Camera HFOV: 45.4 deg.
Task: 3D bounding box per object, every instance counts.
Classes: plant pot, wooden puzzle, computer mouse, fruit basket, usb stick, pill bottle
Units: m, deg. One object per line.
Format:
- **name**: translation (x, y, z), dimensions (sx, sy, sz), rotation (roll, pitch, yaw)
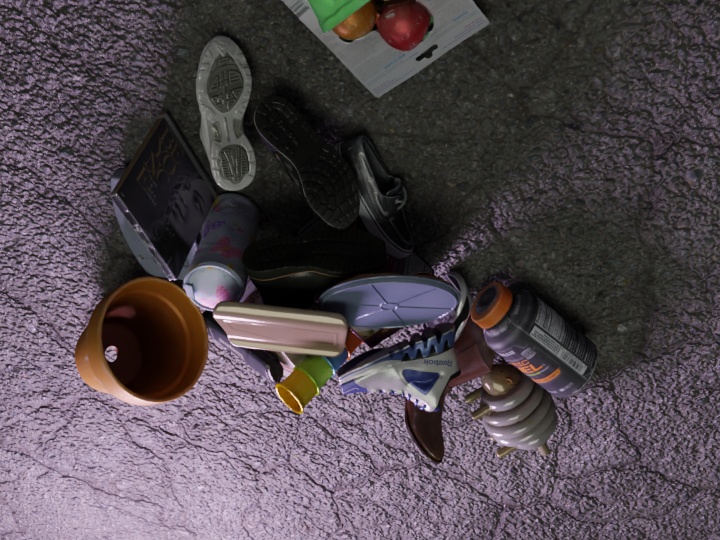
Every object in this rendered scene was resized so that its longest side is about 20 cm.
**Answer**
- **plant pot**: translation (-0.384, 0.130, 1.439), dimensions (0.200, 0.202, 0.182), rotation (43, 142, -24)
- **wooden puzzle**: translation (-0.109, 0.080, 1.231), dimensions (0.181, 0.038, 0.200), rotation (6, 163, -1)
- **computer mouse**: translation (0.132, 0.096, 1.361), dimensions (0.043, 0.110, 0.202), rotation (6, 121, -30)
- **fruit basket**: translation (0.029, -0.324, 1.046), dimensions (0.184, 0.095, 0.199), rotation (-28, 135, 30)
- **usb stick**: translation (-0.197, 0.124, 1.417), dimensions (0.199, 0.033, 0.056), rotation (30, 155, 39)
- **pill bottle**: translation (0.263, 0.101, 1.329), dimensions (0.199, 0.107, 0.106), rotation (36, 128, -18)

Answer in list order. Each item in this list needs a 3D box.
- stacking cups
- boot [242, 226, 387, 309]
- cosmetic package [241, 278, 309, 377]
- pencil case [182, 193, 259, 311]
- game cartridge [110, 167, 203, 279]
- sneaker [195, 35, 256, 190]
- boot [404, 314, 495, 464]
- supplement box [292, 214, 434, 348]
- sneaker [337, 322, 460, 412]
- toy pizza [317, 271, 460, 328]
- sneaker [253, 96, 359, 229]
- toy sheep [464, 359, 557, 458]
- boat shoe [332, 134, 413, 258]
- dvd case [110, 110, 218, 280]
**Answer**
- **stacking cups**: translation (-0.044, 0.137, 1.353), dimensions (0.060, 0.200, 0.061), rotation (35, 150, 24)
- **boot**: translation (-0.056, 0.011, 1.218), dimensions (0.196, 0.079, 0.139), rotation (0, 144, 7)
- **cosmetic package**: translation (-0.130, 0.082, 1.380), dimensions (0.103, 0.088, 0.201), rotation (10, 143, 53)
- **pencil case**: translation (-0.199, -0.031, 1.252), dimensions (0.089, 0.202, 0.084), rotation (9, 126, -6)
- **game cartridge**: translation (-0.309, -0.070, 1.332), dimensions (0.131, 0.042, 0.202), rotation (11, 136, 20)
- **sneaker**: translation (-0.194, -0.216, 1.173), dimensions (0.077, 0.099, 0.204), rotation (-8, 110, -24)
- **boot**: translation (0.155, 0.192, 1.397), dimensions (0.199, 0.189, 0.064), rotation (-34, 157, 33)
- **supplement box**: translation (0.000, 0.000, 1.298), dimensions (0.130, 0.104, 0.200), rotation (-34, 116, 32)
- **sneaker**: translation (0.068, 0.168, 1.300), dimensions (0.196, 0.081, 0.117), rotation (-21, 97, 4)
- **toy pizza**: translation (0.039, 0.036, 1.186), dimensions (0.196, 0.032, 0.201), rotation (-2, 158, -1)
- **sneaker**: translation (-0.071, -0.147, 1.184), dimensions (0.075, 0.088, 0.201), rotation (-36, 95, -8)
- **toy sheep**: translation (0.259, 0.233, 1.426), dimensions (0.136, 0.139, 0.201), rotation (-22, 119, 27)
- **boat shoe**: translation (0.033, -0.105, 1.229), dimensions (0.067, 0.072, 0.202), rotation (-20, 116, 28)
- **dvd case**: translation (-0.265, -0.107, 1.196), dimensions (0.016, 0.202, 0.150), rotation (-13, 127, 22)
